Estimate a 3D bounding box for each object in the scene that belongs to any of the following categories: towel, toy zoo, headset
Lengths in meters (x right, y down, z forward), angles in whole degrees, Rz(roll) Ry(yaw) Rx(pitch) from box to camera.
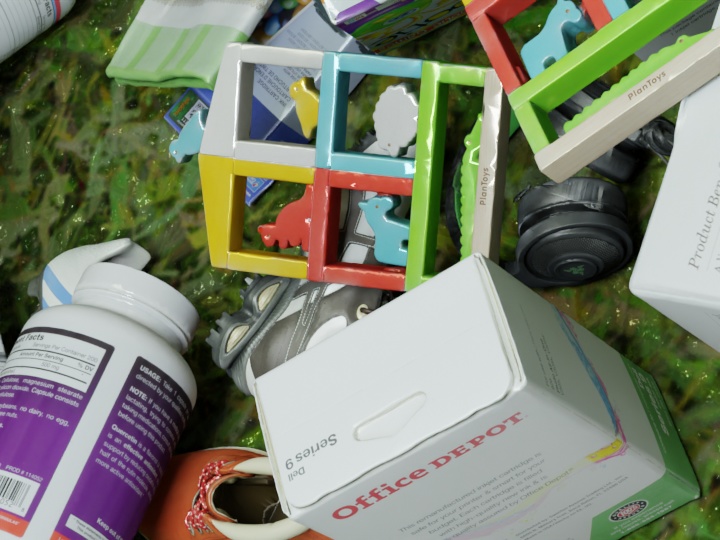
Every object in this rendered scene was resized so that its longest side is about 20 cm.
[{"bbox_3d":[-0.085,-0.207,1.412,0.149,0.031,0.200,8,65,59],"label":"towel"},{"bbox_3d":[-0.015,-0.059,1.241,0.200,0.020,0.131,7,99,21],"label":"toy zoo"},{"bbox_3d":[0.118,-0.057,1.220,0.200,0.094,0.124,0,72,46],"label":"headset"},{"bbox_3d":[0.109,-0.156,1.060,0.131,0.020,0.200,-35,54,20],"label":"toy zoo"}]

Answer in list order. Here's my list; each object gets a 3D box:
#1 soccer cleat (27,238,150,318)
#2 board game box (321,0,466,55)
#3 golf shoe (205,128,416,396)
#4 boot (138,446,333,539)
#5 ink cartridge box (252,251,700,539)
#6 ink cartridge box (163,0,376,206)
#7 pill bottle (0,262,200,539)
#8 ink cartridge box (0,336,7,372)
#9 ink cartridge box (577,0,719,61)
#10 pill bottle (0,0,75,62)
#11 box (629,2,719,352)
[{"bbox_3d":[-0.158,0.069,1.373,0.086,0.070,0.200,-22,62,19],"label":"soccer cleat"},{"bbox_3d":[0.022,-0.197,1.248,0.105,0.200,0.103,-25,88,7],"label":"board game box"},{"bbox_3d":[0.000,0.000,1.302,0.094,0.078,0.200,37,96,21],"label":"golf shoe"},{"bbox_3d":[-0.075,0.133,1.268,0.200,0.107,0.075,0,74,37],"label":"boot"},{"bbox_3d":[0.062,0.089,1.131,0.145,0.200,0.088,-31,56,21],"label":"ink cartridge box"},{"bbox_3d":[-0.046,-0.152,1.407,0.200,0.042,0.119,-51,52,8],"label":"ink cartridge box"},{"bbox_3d":[-0.167,0.100,1.271,0.112,0.112,0.200,5,59,35],"label":"pill bottle"},{"bbox_3d":[-0.280,0.113,1.396,0.146,0.084,0.200,-54,45,41],"label":"ink cartridge box"},{"bbox_3d":[0.134,-0.217,1.205,0.084,0.200,0.146,-32,57,19],"label":"ink cartridge box"},{"bbox_3d":[-0.266,-0.195,1.492,0.200,0.109,0.109,-40,48,-21],"label":"pill bottle"},{"bbox_3d":[0.251,-0.043,1.057,0.131,0.200,0.199,13,80,36],"label":"box"}]
